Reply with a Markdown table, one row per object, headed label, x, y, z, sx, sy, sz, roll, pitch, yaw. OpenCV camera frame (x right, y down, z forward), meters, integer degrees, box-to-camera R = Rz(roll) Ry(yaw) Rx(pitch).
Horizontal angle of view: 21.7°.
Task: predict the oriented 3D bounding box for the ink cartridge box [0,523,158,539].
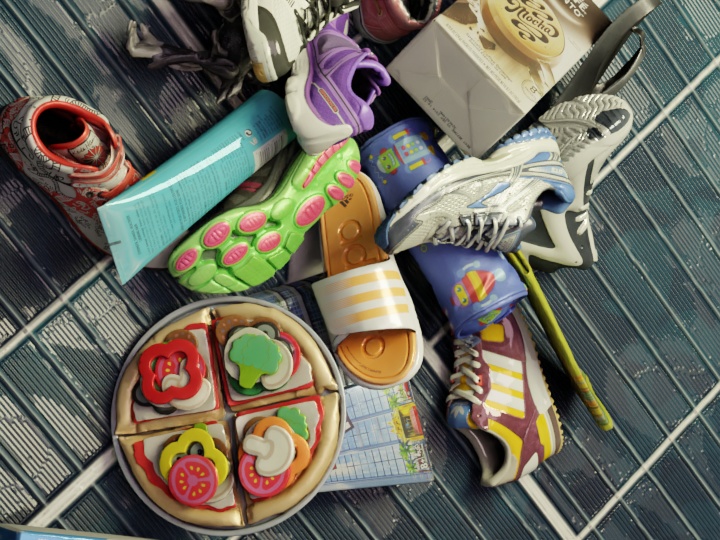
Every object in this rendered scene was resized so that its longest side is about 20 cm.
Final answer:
| label | x | y | z | sx | sy | sz | roll | pitch | yaw |
| --- | --- | --- | --- | --- | --- | --- | --- | --- | --- |
| ink cartridge box | -0.232 | 0.313 | 1.517 | 0.144 | 0.084 | 0.201 | 10 | 83 | -25 |

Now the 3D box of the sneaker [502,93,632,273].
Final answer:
| label | x | y | z | sx | sy | sz | roll | pitch | yaw |
| --- | --- | --- | --- | --- | --- | --- | --- | --- | --- |
| sneaker | 0.193 | -0.067 | 1.703 | 0.129 | 0.080 | 0.199 | 33 | 113 | -34 |

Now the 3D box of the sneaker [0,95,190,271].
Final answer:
| label | x | y | z | sx | sy | sz | roll | pitch | yaw |
| --- | --- | --- | --- | --- | --- | --- | --- | --- | --- |
| sneaker | -0.206 | -0.068 | 1.528 | 0.201 | 0.108 | 0.067 | 41 | 72 | -19 |

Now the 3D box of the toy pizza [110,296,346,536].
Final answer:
| label | x | y | z | sx | sy | sz | roll | pitch | yaw |
| --- | --- | --- | --- | --- | --- | --- | --- | --- | --- |
| toy pizza | -0.112 | 0.119 | 1.554 | 0.200 | 0.032 | 0.201 | -1 | 79 | 8 |

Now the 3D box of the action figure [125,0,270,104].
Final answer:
| label | x | y | z | sx | sy | sz | roll | pitch | yaw |
| --- | --- | --- | --- | --- | --- | --- | --- | --- | --- |
| action figure | -0.134 | -0.222 | 1.573 | 0.200 | 0.102 | 0.119 | 76 | 32 | -44 |

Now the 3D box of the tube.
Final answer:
| label | x | y | z | sx | sy | sz | roll | pitch | yaw |
| --- | --- | --- | --- | --- | --- | --- | --- | --- | --- |
| tube | -0.134 | -0.075 | 1.538 | 0.200 | 0.050 | 0.078 | -42 | 131 | -31 |

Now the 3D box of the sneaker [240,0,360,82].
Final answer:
| label | x | y | z | sx | sy | sz | roll | pitch | yaw |
| --- | --- | --- | --- | --- | --- | --- | --- | --- | --- |
| sneaker | -0.043 | -0.231 | 1.557 | 0.200 | 0.087 | 0.076 | -77 | 162 | -46 |

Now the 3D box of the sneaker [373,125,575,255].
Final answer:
| label | x | y | z | sx | sy | sz | roll | pitch | yaw |
| --- | --- | --- | --- | --- | --- | --- | --- | --- | --- |
| sneaker | 0.103 | -0.051 | 1.572 | 0.200 | 0.077 | 0.085 | -27 | 79 | -28 |

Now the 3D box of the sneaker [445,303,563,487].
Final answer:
| label | x | y | z | sx | sy | sz | roll | pitch | yaw |
| --- | --- | --- | --- | --- | --- | --- | --- | --- | --- |
| sneaker | 0.111 | 0.097 | 1.696 | 0.090 | 0.075 | 0.200 | -30 | 100 | -29 |

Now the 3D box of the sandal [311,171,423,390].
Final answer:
| label | x | y | z | sx | sy | sz | roll | pitch | yaw |
| --- | --- | --- | --- | --- | --- | --- | --- | --- | --- |
| sandal | -0.008 | 0.002 | 1.586 | 0.079 | 0.059 | 0.207 | -21 | 66 | 14 |

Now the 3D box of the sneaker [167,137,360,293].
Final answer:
| label | x | y | z | sx | sy | sz | roll | pitch | yaw |
| --- | --- | --- | --- | --- | --- | --- | --- | --- | --- |
| sneaker | -0.086 | -0.050 | 1.601 | 0.200 | 0.084 | 0.077 | -40 | 118 | -23 |

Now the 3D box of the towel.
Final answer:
| label | x | y | z | sx | sy | sz | roll | pitch | yaw |
| --- | --- | --- | --- | --- | --- | --- | --- | --- | --- |
| towel | 0.177 | 0.053 | 1.691 | 0.018 | 0.086 | 0.200 | -30 | 123 | 0 |

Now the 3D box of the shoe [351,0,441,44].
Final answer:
| label | x | y | z | sx | sy | sz | roll | pitch | yaw |
| --- | --- | --- | --- | --- | --- | --- | --- | --- | --- |
| shoe | 0.030 | -0.304 | 1.659 | 0.071 | 0.091 | 0.201 | -4 | 90 | -26 |

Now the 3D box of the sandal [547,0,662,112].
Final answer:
| label | x | y | z | sx | sy | sz | roll | pitch | yaw |
| --- | --- | --- | --- | --- | --- | --- | --- | --- | --- |
| sandal | 0.218 | -0.171 | 1.709 | 0.043 | 0.200 | 0.076 | 38 | 32 | 7 |

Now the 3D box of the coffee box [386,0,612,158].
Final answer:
| label | x | y | z | sx | sy | sz | roll | pitch | yaw |
| --- | --- | --- | --- | --- | --- | --- | --- | --- | --- |
| coffee box | 0.126 | -0.198 | 1.653 | 0.113 | 0.080 | 0.200 | 46 | 42 | -2 |

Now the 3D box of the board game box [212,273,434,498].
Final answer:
| label | x | y | z | sx | sy | sz | roll | pitch | yaw |
| --- | --- | --- | --- | --- | --- | --- | --- | --- | --- |
| board game box | -0.057 | 0.116 | 1.621 | 0.199 | 0.062 | 0.201 | -18 | 96 | -26 |

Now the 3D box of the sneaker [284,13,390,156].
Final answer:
| label | x | y | z | sx | sy | sz | roll | pitch | yaw |
| --- | --- | --- | --- | --- | --- | --- | --- | --- | --- |
| sneaker | -0.016 | -0.168 | 1.593 | 0.083 | 0.200 | 0.081 | -13 | 131 | 9 |

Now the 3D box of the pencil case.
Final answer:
| label | x | y | z | sx | sy | sz | roll | pitch | yaw |
| --- | --- | --- | --- | --- | --- | --- | --- | --- | --- |
| pencil case | 0.073 | -0.036 | 1.645 | 0.078 | 0.087 | 0.200 | -34 | 75 | 17 |
